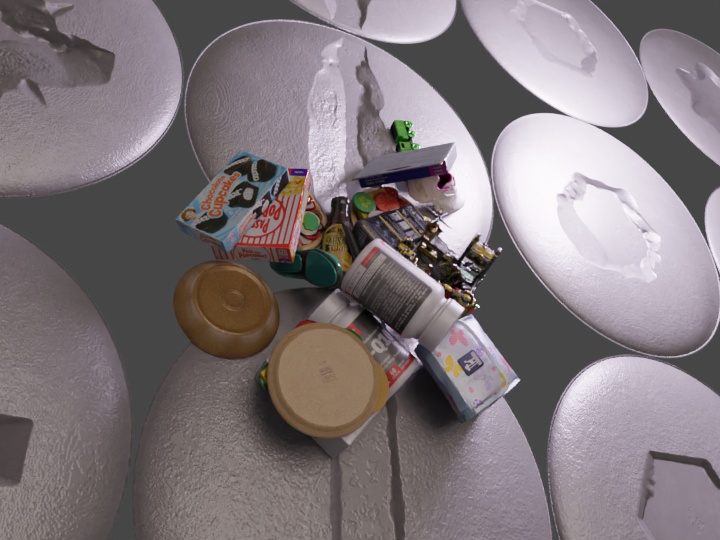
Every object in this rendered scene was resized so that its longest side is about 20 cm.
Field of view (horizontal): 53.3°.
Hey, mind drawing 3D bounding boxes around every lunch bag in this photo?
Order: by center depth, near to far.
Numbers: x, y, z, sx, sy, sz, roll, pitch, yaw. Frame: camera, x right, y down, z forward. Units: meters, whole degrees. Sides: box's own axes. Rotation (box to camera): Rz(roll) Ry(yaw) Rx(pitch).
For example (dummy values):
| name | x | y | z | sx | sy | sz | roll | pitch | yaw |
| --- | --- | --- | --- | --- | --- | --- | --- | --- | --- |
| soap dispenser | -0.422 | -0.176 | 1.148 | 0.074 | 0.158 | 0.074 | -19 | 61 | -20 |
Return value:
| name | x | y | z | sx | sy | sz | roll | pitch | yaw |
| --- | --- | --- | --- | --- | --- | --- | --- | --- | --- |
| lunch bag | 0.199 | 0.185 | 1.357 | 0.170 | 0.127 | 0.200 | 55 | 25 | 14 |

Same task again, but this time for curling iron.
| name | x | y | z | sx | sy | sz | roll | pitch | yaw |
| --- | --- | --- | --- | --- | --- | --- | --- | --- | --- |
| curling iron | 0.000 | 0.000 | 1.410 | 0.050 | 0.025 | 0.202 | -25 | 101 | -67 |

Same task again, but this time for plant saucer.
| name | x | y | z | sx | sy | sz | roll | pitch | yaw |
| --- | --- | --- | --- | --- | --- | --- | --- | --- | --- |
| plant saucer | -0.232 | 0.059 | 1.285 | 0.199 | 0.035 | 0.202 | 16 | 52 | -21 |

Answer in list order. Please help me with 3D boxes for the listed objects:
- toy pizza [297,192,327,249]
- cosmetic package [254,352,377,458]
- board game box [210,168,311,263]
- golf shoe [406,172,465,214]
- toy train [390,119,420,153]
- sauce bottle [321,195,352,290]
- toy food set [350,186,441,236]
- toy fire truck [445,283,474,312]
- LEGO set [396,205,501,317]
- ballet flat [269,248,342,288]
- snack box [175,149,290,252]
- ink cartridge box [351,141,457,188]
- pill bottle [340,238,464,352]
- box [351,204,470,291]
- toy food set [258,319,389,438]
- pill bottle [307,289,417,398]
| name | x | y | z | sx | sy | sz | roll | pitch | yaw |
| --- | --- | --- | --- | --- | --- | --- | --- | --- | --- |
| toy pizza | -0.153 | -0.117 | 1.454 | 0.199 | 0.032 | 0.202 | 16 | 52 | -21 |
| cosmetic package | -0.073 | 0.210 | 1.241 | 0.200 | 0.085 | 0.108 | 43 | 52 | 4 |
| board game box | -0.184 | -0.109 | 1.361 | 0.150 | 0.046 | 0.201 | 2 | 54 | 8 |
| golf shoe | 0.192 | -0.181 | 1.639 | 0.199 | 0.091 | 0.076 | 11 | 63 | -48 |
| toy train | 0.116 | -0.280 | 1.722 | 0.056 | 0.042 | 0.201 | -2 | 60 | -20 |
| sauce bottle | -0.047 | -0.059 | 1.447 | 0.065 | 0.066 | 0.202 | 14 | 57 | -22 |
| toy food set | 0.068 | -0.099 | 1.552 | 0.197 | 0.049 | 0.201 | -24 | 74 | -39 |
| toy fire truck | 0.152 | 0.058 | 1.450 | 0.140 | 0.049 | 0.200 | -9 | 20 | -11 |
| LEGO set | 0.166 | -0.024 | 1.330 | 0.200 | 0.116 | 0.154 | 41 | 46 | 12 |
| ballet flat | -0.085 | -0.010 | 1.335 | 0.070 | 0.199 | 0.068 | -4 | 101 | -44 |
| snack box | -0.234 | -0.132 | 1.331 | 0.115 | 0.037 | 0.201 | 23 | 59 | 23 |
| ink cartridge box | 0.099 | -0.220 | 1.544 | 0.200 | 0.195 | 0.044 | -57 | 136 | -62 |
| pill bottle | 0.074 | 0.046 | 1.260 | 0.199 | 0.114 | 0.114 | 38 | 47 | 9 |
| box | 0.099 | -0.035 | 1.426 | 0.160 | 0.049 | 0.200 | -20 | 61 | -40 |
| toy food set | -0.060 | 0.176 | 1.180 | 0.199 | 0.049 | 0.198 | -35 | 81 | -29 |
| pill bottle | -0.003 | 0.137 | 1.303 | 0.200 | 0.114 | 0.114 | 44 | 48 | 3 |
